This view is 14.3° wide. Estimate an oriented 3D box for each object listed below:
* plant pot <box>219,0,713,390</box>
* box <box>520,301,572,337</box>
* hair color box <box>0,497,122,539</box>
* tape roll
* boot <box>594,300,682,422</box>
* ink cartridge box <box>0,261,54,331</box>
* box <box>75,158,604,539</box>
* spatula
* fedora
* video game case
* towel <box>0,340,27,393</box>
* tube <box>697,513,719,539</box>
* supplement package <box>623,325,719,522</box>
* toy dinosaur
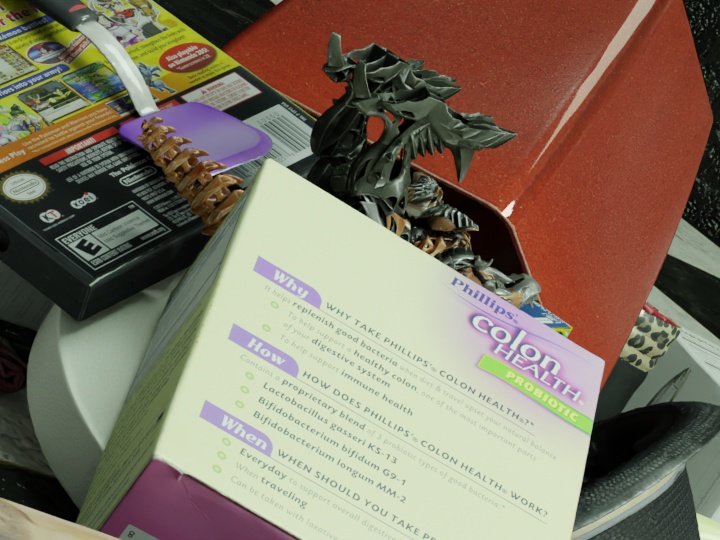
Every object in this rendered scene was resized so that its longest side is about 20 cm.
[{"bbox_3d":[0.073,-0.077,1.492,0.200,0.176,0.200,30,-20,31],"label":"plant pot"},{"bbox_3d":[0.000,0.000,1.393,0.200,0.064,0.070,34,11,18],"label":"box"},{"bbox_3d":[-0.136,0.117,0.942,0.200,0.065,0.109,26,12,-39],"label":"hair color box"},{"bbox_3d":[-0.051,0.065,1.268,0.202,0.037,0.203,22,39,-18],"label":"tape roll"},{"bbox_3d":[0.062,0.044,1.595,0.203,0.154,0.073,32,10,-4],"label":"boot"},{"bbox_3d":[-0.239,-0.050,1.338,0.198,0.043,0.200,38,6,33],"label":"ink cartridge box"},{"bbox_3d":[-0.008,0.083,1.171,0.176,0.097,0.200,30,38,-10],"label":"box"},{"bbox_3d":[-0.118,-0.101,1.326,0.056,0.021,0.200,-22,53,-40],"label":"spatula"},{"bbox_3d":[0.109,0.139,1.394,0.092,0.200,0.201,65,10,-4],"label":"fedora"},{"bbox_3d":[-0.128,-0.067,1.317,0.181,0.026,0.200,37,37,19],"label":"video game case"},{"bbox_3d":[-0.248,-0.017,1.338,0.144,0.023,0.200,25,13,-40],"label":"towel"},{"bbox_3d":[0.122,0.130,1.533,0.199,0.052,0.058,13,40,-18],"label":"tube"},{"bbox_3d":[0.226,0.130,1.781,0.117,0.117,0.200,28,11,-24],"label":"supplement package"},{"bbox_3d":[0.000,-0.023,1.264,0.200,0.136,0.102,15,17,-46],"label":"toy dinosaur"}]
